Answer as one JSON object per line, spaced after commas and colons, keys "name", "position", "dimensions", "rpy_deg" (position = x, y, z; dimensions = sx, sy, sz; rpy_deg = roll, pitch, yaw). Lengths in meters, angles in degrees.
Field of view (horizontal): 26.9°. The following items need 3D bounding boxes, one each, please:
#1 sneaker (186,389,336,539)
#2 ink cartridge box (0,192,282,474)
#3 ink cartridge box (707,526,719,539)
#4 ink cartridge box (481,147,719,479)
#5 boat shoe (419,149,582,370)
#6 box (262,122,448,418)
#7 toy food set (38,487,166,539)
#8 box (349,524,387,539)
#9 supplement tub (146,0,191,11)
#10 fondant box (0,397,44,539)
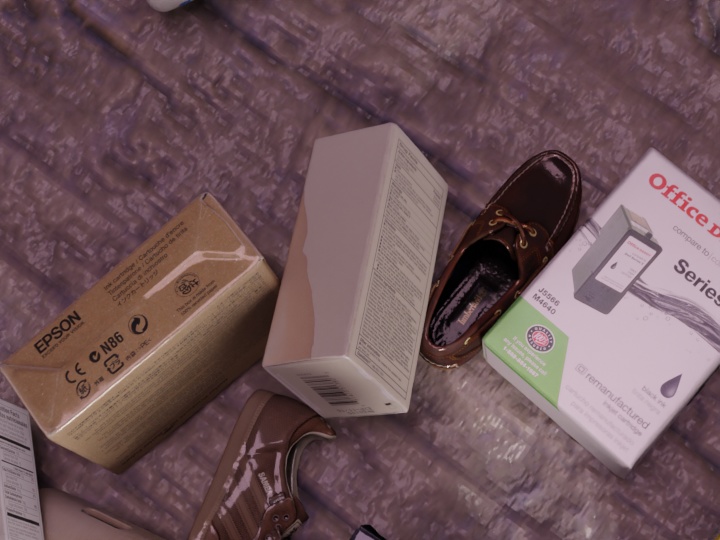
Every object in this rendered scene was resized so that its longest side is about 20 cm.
{"name": "sneaker", "position": [-0.082, 0.193, 1.141], "dimensions": [0.075, 0.070, 0.202], "rpy_deg": [18, 80, 10]}
{"name": "ink cartridge box", "position": [-0.150, 0.052, 1.134], "dimensions": [0.200, 0.165, 0.075], "rpy_deg": [-40, 72, -4]}
{"name": "ink cartridge box", "position": [0.287, 0.238, 1.055], "dimensions": [0.200, 0.129, 0.125], "rpy_deg": [-43, 75, -5]}
{"name": "ink cartridge box", "position": [0.209, 0.032, 1.137], "dimensions": [0.145, 0.084, 0.200], "rpy_deg": [40, 84, 14]}
{"name": "boat shoe", "position": [0.111, -0.011, 1.168], "dimensions": [0.070, 0.070, 0.201], "rpy_deg": [30, 80, 14]}
{"name": "box", "position": [0.000, 0.000, 1.131], "dimensions": [0.077, 0.095, 0.202], "rpy_deg": [-8, 54, 32]}
{"name": "toy food set", "position": [-0.230, 0.278, 1.141], "dimensions": [0.143, 0.060, 0.201], "rpy_deg": [18, 77, 32]}
{"name": "box", "position": [0.010, 0.309, 1.083], "dimensions": [0.147, 0.104, 0.201], "rpy_deg": [33, 83, 12]}
{"name": "supplement tub", "position": [-0.106, -0.309, 1.234], "dimensions": [0.199, 0.132, 0.133], "rpy_deg": [-24, 75, -1]}
{"name": "fondant box", "position": [-0.313, 0.213, 1.136], "dimensions": [0.143, 0.058, 0.202], "rpy_deg": [-22, 62, 16]}
